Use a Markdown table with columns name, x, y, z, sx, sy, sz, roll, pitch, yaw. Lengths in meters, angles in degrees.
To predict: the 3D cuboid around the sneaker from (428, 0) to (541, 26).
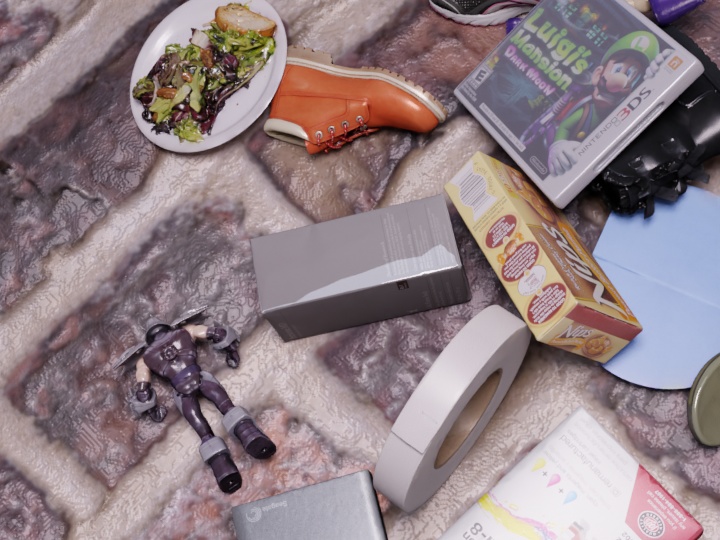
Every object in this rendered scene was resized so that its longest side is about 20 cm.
| name | x | y | z | sx | sy | sz | roll | pitch | yaw |
| --- | --- | --- | --- | --- | --- | --- | --- | --- | --- |
| sneaker | 0.170 | -0.318 | 1.202 | 0.199 | 0.086 | 0.081 | 1 | 70 | 11 |

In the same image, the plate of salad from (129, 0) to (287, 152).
| name | x | y | z | sx | sy | sz | roll | pitch | yaw |
| --- | --- | --- | --- | --- | --- | --- | --- | --- | --- |
| plate of salad | -0.174 | -0.225 | 1.233 | 0.199 | 0.048 | 0.201 | -8 | 69 | 21 |

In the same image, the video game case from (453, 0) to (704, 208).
| name | x | y | z | sx | sy | sz | roll | pitch | yaw |
| --- | --- | --- | --- | --- | --- | --- | --- | --- | --- |
| video game case | 0.203 | -0.184 | 1.091 | 0.182 | 0.023 | 0.200 | -45 | 47 | 12 |

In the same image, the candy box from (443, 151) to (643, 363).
| name | x | y | z | sx | sy | sz | roll | pitch | yaw |
| --- | --- | --- | --- | --- | --- | --- | --- | --- | --- |
| candy box | 0.169 | -0.014 | 1.052 | 0.055 | 0.115 | 0.200 | -46 | 50 | 24 |

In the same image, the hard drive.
| name | x | y | z | sx | sy | sz | roll | pitch | yaw |
| --- | --- | --- | --- | --- | --- | --- | --- | --- | --- |
| hard drive | -0.033 | 0.301 | 1.050 | 0.139 | 0.033 | 0.201 | -16 | 69 | 4 |

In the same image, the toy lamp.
| name | x | y | z | sx | sy | sz | roll | pitch | yaw |
| --- | --- | --- | --- | --- | --- | --- | --- | --- | --- |
| toy lamp | 0.251 | -0.261 | 1.151 | 0.199 | 0.058 | 0.058 | -13 | 67 | 31 |

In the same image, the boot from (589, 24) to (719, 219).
| name | x | y | z | sx | sy | sz | roll | pitch | yaw |
| --- | --- | --- | --- | --- | --- | --- | --- | --- | --- |
| boot | 0.280 | -0.149 | 1.109 | 0.162 | 0.073 | 0.198 | -30 | 46 | 0 |

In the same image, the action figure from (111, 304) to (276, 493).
| name | x | y | z | sx | sy | sz | roll | pitch | yaw |
| --- | --- | --- | --- | --- | --- | --- | --- | --- | --- |
| action figure | -0.166 | 0.120 | 1.121 | 0.130 | 0.069 | 0.200 | -38 | 65 | 3 |

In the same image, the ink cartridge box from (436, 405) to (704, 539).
| name | x | y | z | sx | sy | sz | roll | pitch | yaw |
| --- | --- | --- | --- | --- | --- | --- | --- | --- | --- |
| ink cartridge box | 0.169 | 0.247 | 0.975 | 0.200 | 0.145 | 0.145 | -42 | 70 | -5 |

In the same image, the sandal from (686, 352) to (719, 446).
| name | x | y | z | sx | sy | sz | roll | pitch | yaw |
| --- | --- | --- | --- | --- | --- | --- | --- | --- | --- |
| sandal | 0.389 | 0.096 | 1.022 | 0.200 | 0.057 | 0.080 | -25 | 101 | -1 |

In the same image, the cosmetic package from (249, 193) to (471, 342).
| name | x | y | z | sx | sy | sz | roll | pitch | yaw |
| --- | --- | --- | --- | --- | --- | --- | --- | --- | --- |
| cosmetic package | 0.000 | 0.000 | 1.111 | 0.199 | 0.107 | 0.090 | -16 | 68 | 6 |

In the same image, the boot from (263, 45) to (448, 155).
| name | x | y | z | sx | sy | sz | roll | pitch | yaw |
| --- | --- | --- | --- | --- | --- | --- | --- | --- | --- |
| boot | -0.008 | -0.162 | 1.191 | 0.199 | 0.075 | 0.108 | 17 | 77 | 24 |

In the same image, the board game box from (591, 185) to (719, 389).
| name | x | y | z | sx | sy | sz | roll | pitch | yaw |
| --- | --- | --- | --- | --- | --- | --- | --- | --- | --- |
| board game box | 0.299 | 0.018 | 1.090 | 0.158 | 0.039 | 0.201 | 23 | 84 | 16 |

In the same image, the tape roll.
| name | x | y | z | sx | sy | sz | roll | pitch | yaw |
| --- | --- | --- | --- | --- | --- | --- | --- | --- | --- |
| tape roll | 0.083 | 0.123 | 1.002 | 0.037 | 0.203 | 0.203 | 34 | 79 | 19 |
